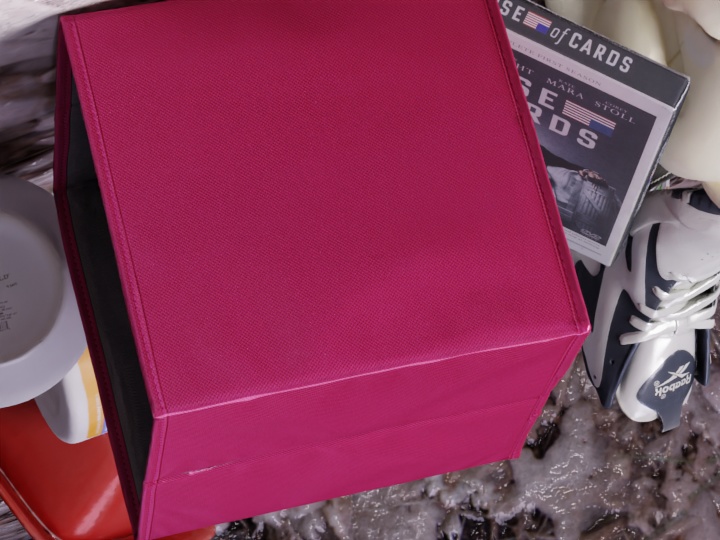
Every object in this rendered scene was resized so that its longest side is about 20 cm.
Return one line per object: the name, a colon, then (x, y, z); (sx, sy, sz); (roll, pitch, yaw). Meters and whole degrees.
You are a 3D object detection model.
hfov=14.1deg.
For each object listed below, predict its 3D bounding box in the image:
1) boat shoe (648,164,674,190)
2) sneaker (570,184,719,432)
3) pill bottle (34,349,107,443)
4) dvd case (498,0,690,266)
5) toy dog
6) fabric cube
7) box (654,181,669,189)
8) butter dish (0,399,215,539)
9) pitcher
boat shoe: (0.197, -0.104, 1.705); (0.056, 0.069, 0.200); (6, -145, 29)
sneaker: (0.174, 0.021, 1.599); (0.079, 0.130, 0.199); (-10, 178, -31)
pill bottle: (-0.113, 0.027, 1.844); (0.199, 0.113, 0.112); (-20, 172, -19)
dvd case: (0.080, -0.078, 1.478); (0.025, 0.150, 0.200); (-62, 174, -21)
toy dog: (0.202, -0.119, 1.421); (0.139, 0.195, 0.200); (-5, 174, -30)
fabric cube: (-0.028, -0.009, 1.359); (0.198, 0.197, 0.200); (-12, 160, -12)
box: (0.135, -0.010, 1.852); (0.200, 0.035, 0.110); (-53, 159, -24)
butter dish: (-0.169, 0.083, 1.943); (0.148, 0.200, 0.199); (-47, 162, 24)
pitcher: (-0.177, 0.004, 1.542); (0.171, 0.122, 0.200); (-19, -179, -8)
